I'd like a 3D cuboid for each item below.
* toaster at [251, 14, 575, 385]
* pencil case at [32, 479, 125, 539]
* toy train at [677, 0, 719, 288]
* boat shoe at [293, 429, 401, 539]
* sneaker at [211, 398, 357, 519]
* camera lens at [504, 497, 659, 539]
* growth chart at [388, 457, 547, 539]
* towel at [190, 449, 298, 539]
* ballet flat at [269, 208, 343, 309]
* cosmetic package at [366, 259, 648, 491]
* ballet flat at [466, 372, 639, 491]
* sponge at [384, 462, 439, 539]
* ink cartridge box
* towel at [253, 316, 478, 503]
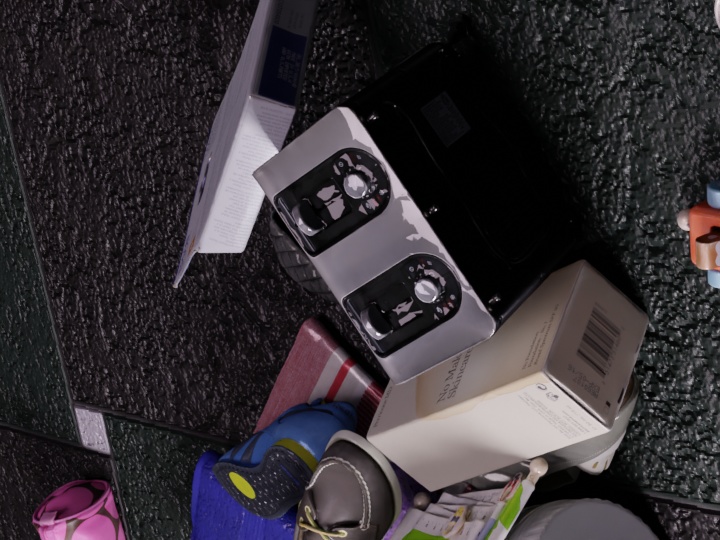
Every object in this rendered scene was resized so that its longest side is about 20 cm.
[{"bbox_3d":[0.042,-0.047,1.352,0.118,0.200,0.182,-31,95,34],"label":"toaster"},{"bbox_3d":[-0.265,0.310,1.936,0.090,0.093,0.202,5,112,45],"label":"pencil case"},{"bbox_3d":[0.250,-0.067,1.226,0.149,0.055,0.202,20,124,39],"label":"toy train"},{"bbox_3d":[-0.016,0.195,1.521,0.071,0.061,0.202,34,149,18],"label":"boat shoe"},{"bbox_3d":[-0.058,0.151,1.634,0.066,0.079,0.200,46,152,-7],"label":"sneaker"},{"bbox_3d":[0.120,0.262,1.452,0.200,0.159,0.161,-33,85,49],"label":"camera lens"},{"bbox_3d":[0.053,0.208,1.436,0.018,0.145,0.200,40,154,-13],"label":"growth chart"},{"bbox_3d":[-0.074,0.261,1.735,0.199,0.049,0.149,30,121,36],"label":"towel"},{"bbox_3d":[0.000,0.000,1.511,0.199,0.067,0.057,19,159,43],"label":"ballet flat"},{"bbox_3d":[0.102,0.078,1.408,0.073,0.104,0.199,39,143,-20],"label":"cosmetic package"},{"bbox_3d":[0.149,0.124,1.437,0.064,0.068,0.199,42,143,-15],"label":"ballet flat"},{"bbox_3d":[0.042,0.254,1.601,0.111,0.030,0.202,-18,96,46],"label":"sponge"},{"bbox_3d":[-0.079,-0.113,1.463,0.040,0.201,0.201,18,134,-9],"label":"ink cartridge box"},{"bbox_3d":[0.003,0.151,1.627,0.200,0.023,0.145,44,134,19],"label":"towel"}]
